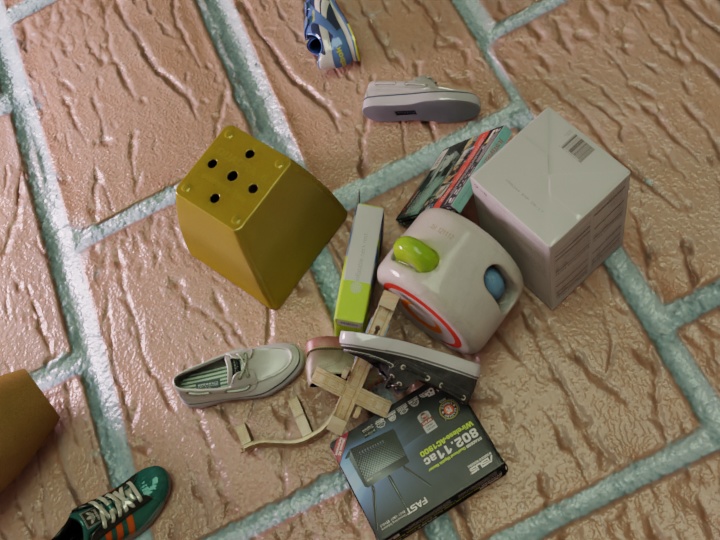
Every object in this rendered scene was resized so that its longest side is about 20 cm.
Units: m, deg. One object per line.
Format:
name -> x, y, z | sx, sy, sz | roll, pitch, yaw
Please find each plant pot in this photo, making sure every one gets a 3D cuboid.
plant pot -> -0.168, -0.098, 1.360 | 0.198, 0.177, 0.201 | 31, 76, 25
plant pot -> -0.552, 0.241, 1.306 | 0.199, 0.188, 0.186 | -38, 62, -21

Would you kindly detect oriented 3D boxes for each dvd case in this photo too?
dvd case -> 0.133, -0.135, 1.310 | 0.022, 0.199, 0.147 | 38, 74, -16

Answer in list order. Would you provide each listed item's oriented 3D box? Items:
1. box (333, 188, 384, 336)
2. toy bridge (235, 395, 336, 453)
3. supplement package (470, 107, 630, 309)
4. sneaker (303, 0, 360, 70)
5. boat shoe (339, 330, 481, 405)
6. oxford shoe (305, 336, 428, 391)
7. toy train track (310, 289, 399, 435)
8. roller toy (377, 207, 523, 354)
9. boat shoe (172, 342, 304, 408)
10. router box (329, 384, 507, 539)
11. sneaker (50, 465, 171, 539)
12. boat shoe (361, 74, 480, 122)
box -> 0.000, 0.000, 1.302 | 0.047, 0.122, 0.204 | 9, 68, 4
toy bridge -> -0.085, 0.214, 1.276 | 0.197, 0.027, 0.068 | -28, 63, -2
supplement package -> 0.263, -0.081, 1.232 | 0.150, 0.201, 0.152 | -41, 63, -8
sneaker -> -0.070, -0.432, 1.553 | 0.081, 0.074, 0.202 | -27, 61, 2
boat shoe -> 0.061, 0.130, 1.156 | 0.197, 0.070, 0.068 | 17, 82, -18
oxford shoe -> 0.019, 0.142, 1.248 | 0.195, 0.071, 0.076 | 2, 57, 0
toy train track -> 0.003, 0.124, 1.189 | 0.113, 0.033, 0.203 | 23, 89, 4
roller toy -> 0.127, 0.010, 1.235 | 0.182, 0.200, 0.140 | 39, 78, 3
boat shoe -> -0.179, 0.153, 1.305 | 0.197, 0.067, 0.075 | -22, 62, 3
router box -> 0.076, 0.254, 1.197 | 0.198, 0.062, 0.151 | -31, 63, -3
sneaker -> -0.354, 0.348, 1.247 | 0.200, 0.080, 0.071 | -43, 63, -8
boat shoe -> 0.099, -0.284, 1.441 | 0.196, 0.074, 0.067 | 4, 70, 14
